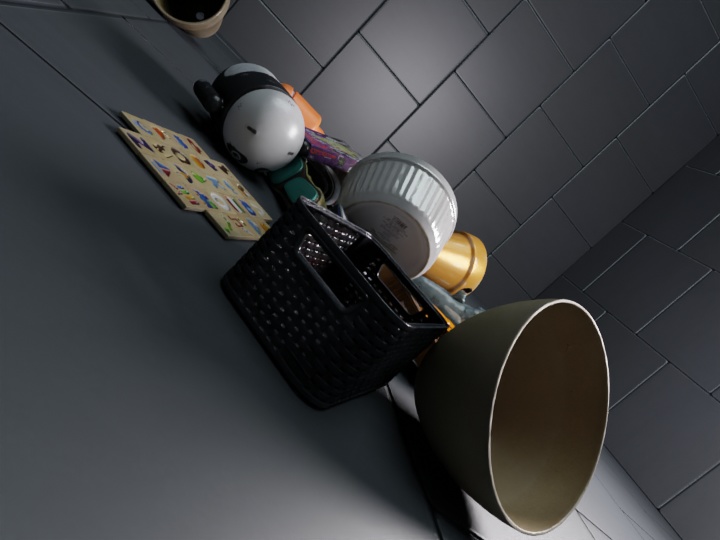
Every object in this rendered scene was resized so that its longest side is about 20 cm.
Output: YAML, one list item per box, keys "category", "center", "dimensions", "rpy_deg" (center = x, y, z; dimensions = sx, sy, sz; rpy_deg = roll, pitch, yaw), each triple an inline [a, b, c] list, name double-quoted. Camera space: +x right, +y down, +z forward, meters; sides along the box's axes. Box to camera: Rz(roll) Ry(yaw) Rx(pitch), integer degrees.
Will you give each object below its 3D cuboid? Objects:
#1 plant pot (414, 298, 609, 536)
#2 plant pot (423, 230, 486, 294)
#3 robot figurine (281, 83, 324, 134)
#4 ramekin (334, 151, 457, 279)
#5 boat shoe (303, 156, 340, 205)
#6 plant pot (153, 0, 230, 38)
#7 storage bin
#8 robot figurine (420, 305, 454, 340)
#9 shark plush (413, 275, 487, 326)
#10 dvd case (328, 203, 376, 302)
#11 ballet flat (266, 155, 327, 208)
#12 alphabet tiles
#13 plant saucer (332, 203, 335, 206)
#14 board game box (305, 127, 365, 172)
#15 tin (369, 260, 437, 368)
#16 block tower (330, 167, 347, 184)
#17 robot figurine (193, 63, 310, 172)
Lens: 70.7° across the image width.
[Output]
- category: "plant pot"
  center: [0.130, 0.123, 0.494]
  dimensions: [0.200, 0.202, 0.134]
  rpy_deg: [39, -22, -34]
- category: "plant pot"
  center: [0.239, -0.038, 1.503]
  dimensions: [0.182, 0.201, 0.201]
  rpy_deg: [20, 24, -35]
- category: "robot figurine"
  center: [-0.185, -0.406, 1.339]
  dimensions: [0.200, 0.116, 0.145]
  rpy_deg: [42, 51, -26]
- category: "ramekin"
  center: [0.046, -0.075, 0.808]
  dimensions: [0.200, 0.200, 0.105]
  rpy_deg: [44, 44, -16]
- category: "boat shoe"
  center: [-0.119, -0.192, 0.917]
  dimensions: [0.200, 0.074, 0.068]
  rpy_deg: [48, 17, 19]
- category: "plant pot"
  center: [-0.436, -0.710, 1.337]
  dimensions: [0.200, 0.200, 0.173]
  rpy_deg: [45, -6, -7]
- category: "storage bin"
  center: [-0.010, 0.030, 0.458]
  dimensions: [0.135, 0.094, 0.200]
  rpy_deg: [50, 12, 17]
- category: "robot figurine"
  center: [0.136, 0.115, 0.823]
  dimensions: [0.200, 0.058, 0.145]
  rpy_deg: [43, 11, -19]
- category: "shark plush"
  center: [0.178, 0.067, 0.916]
  dimensions: [0.198, 0.084, 0.091]
  rpy_deg: [14, 6, 21]
- category: "dvd case"
  center: [0.000, 0.000, 0.679]
  dimensions: [0.151, 0.025, 0.200]
  rpy_deg: [63, 6, -18]
- category: "ballet flat"
  center: [-0.099, -0.125, 0.792]
  dimensions: [0.071, 0.071, 0.200]
  rpy_deg: [37, 13, -41]
- category: "alphabet tiles"
  center: [-0.164, -0.094, 0.545]
  dimensions: [0.167, 0.006, 0.200]
  rpy_deg: [48, 10, 7]
- category: "plant saucer"
  center: [-0.019, -0.135, 1.062]
  dimensions: [0.199, 0.037, 0.200]
  rpy_deg: [34, 7, 17]
- category: "board game box"
  center: [-0.058, -0.217, 0.909]
  dimensions: [0.119, 0.033, 0.200]
  rpy_deg: [10, 22, -23]
- category: "tin"
  center: [0.070, 0.072, 0.666]
  dimensions: [0.201, 0.042, 0.112]
  rpy_deg: [63, 9, 21]
- category: "block tower"
  center: [-0.004, -0.163, 0.961]
  dimensions: [0.057, 0.054, 0.200]
  rpy_deg: [15, 21, -41]
- category: "robot figurine"
  center: [-0.160, -0.230, 0.762]
  dimensions: [0.200, 0.149, 0.126]
  rpy_deg: [-124, -157, -44]
